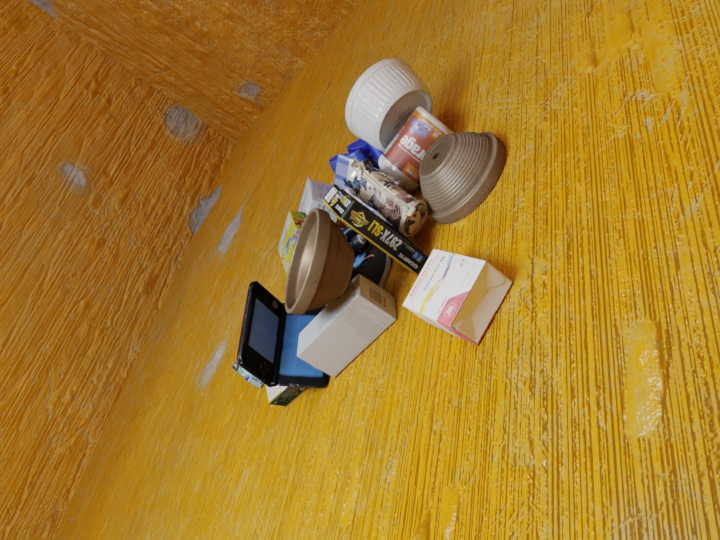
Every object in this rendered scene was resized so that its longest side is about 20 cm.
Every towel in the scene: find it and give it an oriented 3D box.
[{"bbox_3d":[0.009,-0.164,1.408,0.199,0.024,0.148,31,125,35],"label":"towel"}]

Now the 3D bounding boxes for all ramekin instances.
[{"bbox_3d":[0.073,-0.368,1.434,0.105,0.200,0.201,46,104,30],"label":"ramekin"}]

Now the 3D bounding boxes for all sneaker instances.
[{"bbox_3d":[0.000,0.000,1.327,0.071,0.099,0.201,-31,34,48],"label":"sneaker"}]

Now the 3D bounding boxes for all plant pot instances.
[{"bbox_3d":[0.180,-0.199,1.232,0.201,0.092,0.202,-44,27,30],"label":"plant pot"},{"bbox_3d":[-0.072,-0.008,1.191,0.201,0.092,0.203,-165,90,-73],"label":"plant pot"}]

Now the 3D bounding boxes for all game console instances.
[{"bbox_3d":[-0.152,0.130,1.311,0.118,0.172,0.202,-17,49,24],"label":"game console"}]

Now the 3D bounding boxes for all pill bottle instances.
[{"bbox_3d":[0.112,-0.254,1.405,0.201,0.112,0.112,-52,24,13],"label":"pill bottle"}]

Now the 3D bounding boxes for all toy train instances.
[{"bbox_3d":[-0.053,-0.038,1.501,0.200,0.086,0.115,-40,23,34],"label":"toy train"}]

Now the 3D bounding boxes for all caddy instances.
[{"bbox_3d":[0.006,-0.280,1.661,0.141,0.105,0.200,-40,18,-18],"label":"caddy"}]

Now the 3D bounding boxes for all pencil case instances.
[{"bbox_3d":[0.052,-0.149,1.280,0.078,0.089,0.200,-50,56,3],"label":"pencil case"}]

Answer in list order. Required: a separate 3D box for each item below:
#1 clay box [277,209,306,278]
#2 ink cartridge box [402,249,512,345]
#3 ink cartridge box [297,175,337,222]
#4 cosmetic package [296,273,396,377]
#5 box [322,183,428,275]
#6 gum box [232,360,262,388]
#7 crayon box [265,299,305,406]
[{"bbox_3d":[-0.149,-0.047,1.505,0.201,0.047,0.116,-117,42,-53],"label":"clay box"},{"bbox_3d":[0.145,0.035,1.039,0.117,0.067,0.200,-60,24,-5],"label":"ink cartridge box"},{"bbox_3d":[-0.123,-0.127,1.666,0.176,0.083,0.202,-104,30,-59],"label":"ink cartridge box"},{"bbox_3d":[-0.029,0.112,1.247,0.200,0.101,0.074,-43,26,26],"label":"cosmetic package"},{"bbox_3d":[0.028,-0.083,1.249,0.050,0.199,0.160,-53,24,5],"label":"box"},{"bbox_3d":[-0.252,0.192,1.651,0.201,0.044,0.170,-61,24,-10],"label":"gum box"},{"bbox_3d":[-0.168,0.184,1.416,0.126,0.051,0.201,-42,47,31],"label":"crayon box"}]
